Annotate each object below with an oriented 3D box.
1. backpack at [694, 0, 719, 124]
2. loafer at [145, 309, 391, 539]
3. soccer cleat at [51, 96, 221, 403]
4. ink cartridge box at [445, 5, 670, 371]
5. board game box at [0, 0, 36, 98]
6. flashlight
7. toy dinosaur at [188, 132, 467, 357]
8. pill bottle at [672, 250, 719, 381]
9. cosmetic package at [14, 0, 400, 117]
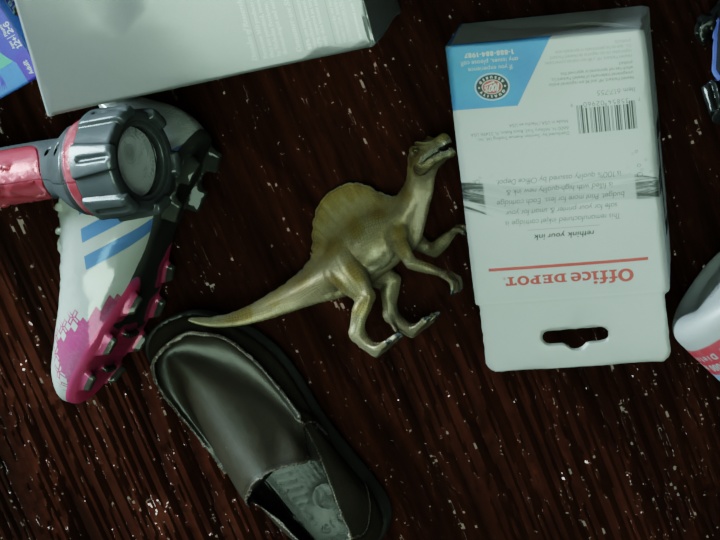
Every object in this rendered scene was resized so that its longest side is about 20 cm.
[{"bbox_3d":[0.297,-0.082,1.202,0.147,0.183,0.200,-35,103,18],"label":"backpack"},{"bbox_3d":[-0.056,0.106,1.372,0.200,0.071,0.073,45,108,-8],"label":"loafer"},{"bbox_3d":[-0.157,-0.017,1.356,0.086,0.070,0.200,30,108,14],"label":"soccer cleat"},{"bbox_3d":[0.121,-0.047,1.298,0.116,0.068,0.200,-4,107,11],"label":"ink cartridge box"},{"bbox_3d":[-0.307,-0.142,1.340,0.200,0.045,0.152,-28,102,16],"label":"board game box"},{"bbox_3d":[-0.202,-0.053,1.299,0.200,0.068,0.068,-7,149,33],"label":"flashlight"},{"bbox_3d":[0.000,0.000,1.347,0.200,0.058,0.101,-40,80,16],"label":"toy dinosaur"},{"bbox_3d":[0.288,0.063,1.290,0.200,0.109,0.109,43,109,-6],"label":"pill bottle"},{"bbox_3d":[-0.089,-0.156,1.273,0.200,0.107,0.090,-13,105,14],"label":"cosmetic package"}]
